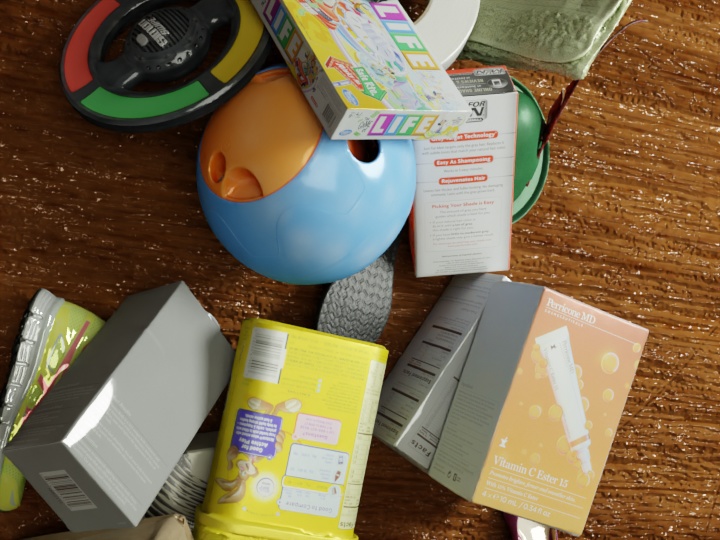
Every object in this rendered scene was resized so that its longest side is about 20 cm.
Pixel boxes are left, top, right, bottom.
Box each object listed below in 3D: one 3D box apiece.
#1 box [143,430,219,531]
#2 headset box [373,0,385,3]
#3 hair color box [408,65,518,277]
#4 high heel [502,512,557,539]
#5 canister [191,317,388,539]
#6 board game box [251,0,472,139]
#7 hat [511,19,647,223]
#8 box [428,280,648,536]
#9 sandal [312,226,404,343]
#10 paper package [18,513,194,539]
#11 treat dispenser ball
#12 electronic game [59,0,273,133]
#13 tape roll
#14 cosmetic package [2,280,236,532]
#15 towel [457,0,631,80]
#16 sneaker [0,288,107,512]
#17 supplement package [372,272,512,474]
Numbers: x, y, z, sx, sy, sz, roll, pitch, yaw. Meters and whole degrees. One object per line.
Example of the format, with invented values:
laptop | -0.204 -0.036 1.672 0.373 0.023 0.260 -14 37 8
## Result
box | -0.158 0.203 0.904 0.199 0.068 0.083 -6 94 -19
headset box | 0.037 -0.353 0.868 0.148 0.077 0.201 -19 61 -22
hair color box | 0.096 -0.093 0.920 0.101 0.061 0.201 -4 127 -1
high heel | 0.197 0.301 1.022 0.067 0.096 0.202 8 91 -19
canister | -0.060 0.155 0.858 0.148 0.086 0.202 14 83 -18
board game box | -0.007 -0.195 0.804 0.134 0.034 0.201 -6 56 -37
hat | 0.162 -0.138 0.938 0.164 0.176 0.202 -2 94 -21
box | 0.165 0.125 0.882 0.124 0.097 0.201 20 86 -20
sandal | 0.000 0.000 0.968 0.075 0.045 0.201 26 70 -25
paper package | -0.219 0.325 0.813 0.199 0.104 0.192 -14 106 21
treat dispenser ball | -0.049 -0.088 0.855 0.199 0.201 0.203 -1 94 -19
electronic game | -0.171 -0.201 0.829 0.200 0.200 0.042 -41 148 -13
tape roll | 0.017 -0.273 0.921 0.201 0.037 0.204 1 79 -7
cosmetic package | -0.199 0.114 0.819 0.107 0.090 0.200 59 36 -24
towel | 0.176 -0.265 0.934 0.036 0.199 0.149 40 78 -45
sneaker | -0.281 0.124 0.852 0.090 0.078 0.201 17 87 -22
supplement package | 0.108 0.114 0.971 0.114 0.109 0.201 38 81 -18
